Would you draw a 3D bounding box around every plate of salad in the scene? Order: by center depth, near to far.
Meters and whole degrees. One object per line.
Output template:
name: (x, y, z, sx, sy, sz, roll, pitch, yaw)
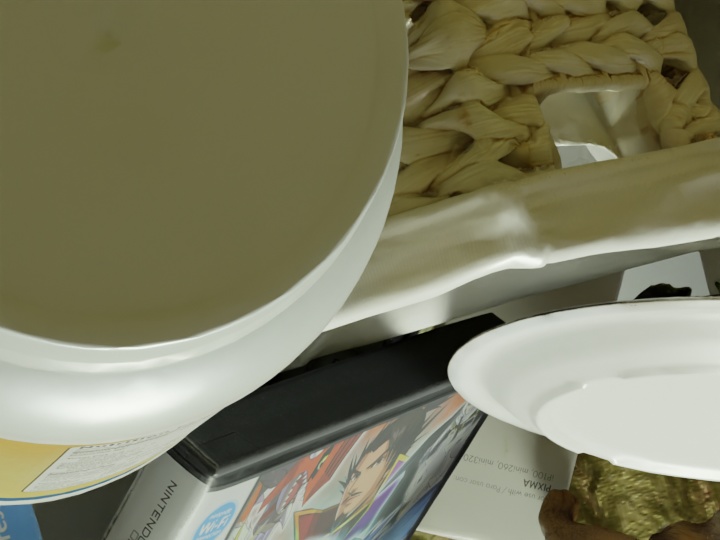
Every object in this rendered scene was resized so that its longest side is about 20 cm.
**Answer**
plate of salad: (0.128, 0.030, 0.806, 0.199, 0.048, 0.200, 4, 163, 1)

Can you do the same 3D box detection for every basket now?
basket: (-0.006, -0.041, 0.743, 0.200, 0.124, 0.135, -17, 175, 37)

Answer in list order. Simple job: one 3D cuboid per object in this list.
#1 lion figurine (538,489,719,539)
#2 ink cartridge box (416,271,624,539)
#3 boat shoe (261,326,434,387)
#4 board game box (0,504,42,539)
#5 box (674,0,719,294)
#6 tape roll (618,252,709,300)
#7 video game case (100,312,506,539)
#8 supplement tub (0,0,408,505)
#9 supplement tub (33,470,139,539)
lion figurine: (0.080, 0.140, 0.892, 0.200, 0.073, 0.122, -36, -145, -21)
ink cartridge box: (0.054, 0.041, 1.003, 0.067, 0.201, 0.116, 13, -173, -3)
boat shoe: (-0.001, 0.000, 0.916, 0.072, 0.201, 0.066, 27, -153, 15)
board game box: (-0.200, 0.035, 0.650, 0.200, 0.152, 0.037, -17, 174, -16)
box: (0.211, -0.030, 0.956, 0.106, 0.201, 0.152, -17, 175, 41)
tape roll: (0.100, -0.013, 1.192, 0.200, 0.066, 0.200, 0, -160, 0)
video game case: (-0.038, 0.106, 0.836, 0.200, 0.025, 0.181, -16, 141, -57)
supplement tub: (-0.073, -0.026, 0.571, 0.144, 0.145, 0.200, -13, 172, -16)
supplement tub: (-0.154, 0.102, 0.938, 0.200, 0.146, 0.145, -18, 174, 43)
